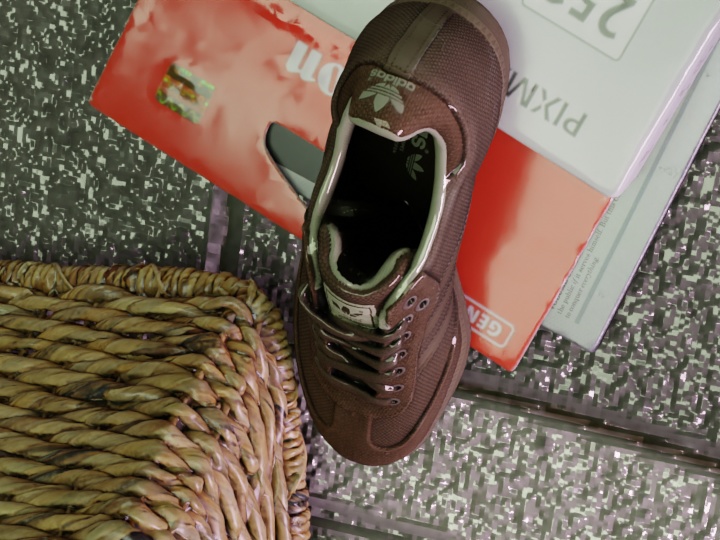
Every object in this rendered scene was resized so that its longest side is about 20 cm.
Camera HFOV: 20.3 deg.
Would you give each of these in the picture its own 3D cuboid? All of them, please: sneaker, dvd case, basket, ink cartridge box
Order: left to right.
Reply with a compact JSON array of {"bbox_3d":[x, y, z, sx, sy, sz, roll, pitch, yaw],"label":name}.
[{"bbox_3d":[-0.117,0.095,0.783,0.198,0.150,0.143,1,139,26],"label":"basket"},{"bbox_3d":[0.000,0.000,0.697,0.070,0.076,0.201,20,128,16],"label":"sneaker"},{"bbox_3d":[0.011,-0.083,0.712,0.199,0.044,0.175,32,106,8],"label":"ink cartridge box"},{"bbox_3d":[0.032,-0.082,0.741,0.199,0.025,0.151,28,107,8],"label":"dvd case"}]
